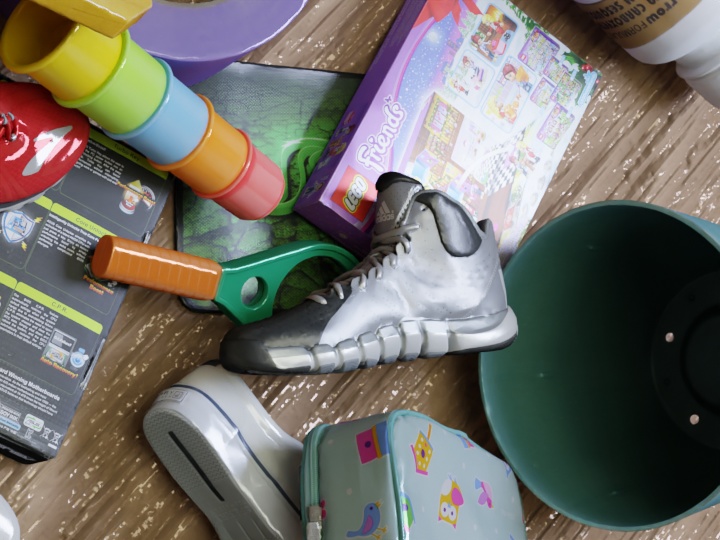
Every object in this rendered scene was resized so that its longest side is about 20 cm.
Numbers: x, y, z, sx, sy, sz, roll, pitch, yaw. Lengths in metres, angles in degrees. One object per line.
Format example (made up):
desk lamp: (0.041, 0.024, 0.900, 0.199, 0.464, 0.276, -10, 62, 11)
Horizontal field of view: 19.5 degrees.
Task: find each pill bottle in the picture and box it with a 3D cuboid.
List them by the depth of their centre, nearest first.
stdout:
pill bottle: (0.202, -0.205, 1.413, 0.200, 0.114, 0.114, 40, 66, -17)

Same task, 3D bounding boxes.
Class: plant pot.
plant pot: (0.201, 0.057, 1.329, 0.161, 0.201, 0.201, 0, 81, -53)

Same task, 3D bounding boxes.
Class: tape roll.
tape roll: (-0.124, -0.212, 1.252, 0.200, 0.085, 0.200, 6, 78, -26)

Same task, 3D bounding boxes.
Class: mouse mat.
mouse mat: (-0.026, -0.050, 1.327, 0.200, 0.008, 0.161, 3, 81, -29)

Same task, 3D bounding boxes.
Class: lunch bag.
lunch bag: (0.033, 0.175, 1.227, 0.200, 0.077, 0.160, 33, 51, -56)

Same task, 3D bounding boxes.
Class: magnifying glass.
magnifying glass: (-0.073, 0.010, 1.252, 0.200, 0.022, 0.080, 14, 94, -42)

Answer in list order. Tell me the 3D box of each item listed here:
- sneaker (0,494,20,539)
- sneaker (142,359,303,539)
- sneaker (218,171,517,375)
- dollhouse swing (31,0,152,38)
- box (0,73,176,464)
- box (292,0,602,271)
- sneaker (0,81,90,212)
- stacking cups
sneaker: (-0.265, 0.105, 1.133, 0.200, 0.080, 0.070, 37, 65, -20)
sneaker: (-0.048, 0.140, 1.249, 0.071, 0.073, 0.200, -46, 111, -42)
sneaker: (0.000, 0.000, 1.258, 0.200, 0.075, 0.116, -6, 91, -32)
dollhouse swing: (-0.241, -0.176, 1.095, 0.176, 0.182, 0.200, 42, 22, -49)
box: (-0.229, -0.017, 1.191, 0.200, 0.048, 0.193, 28, 67, -21)
box: (0.059, -0.085, 1.353, 0.137, 0.039, 0.200, 36, 67, -20)
sneaker: (-0.215, -0.070, 1.120, 0.200, 0.085, 0.077, -9, 86, -48)
stacking cups: (-0.120, -0.087, 1.195, 0.200, 0.060, 0.061, 41, 63, -45)
